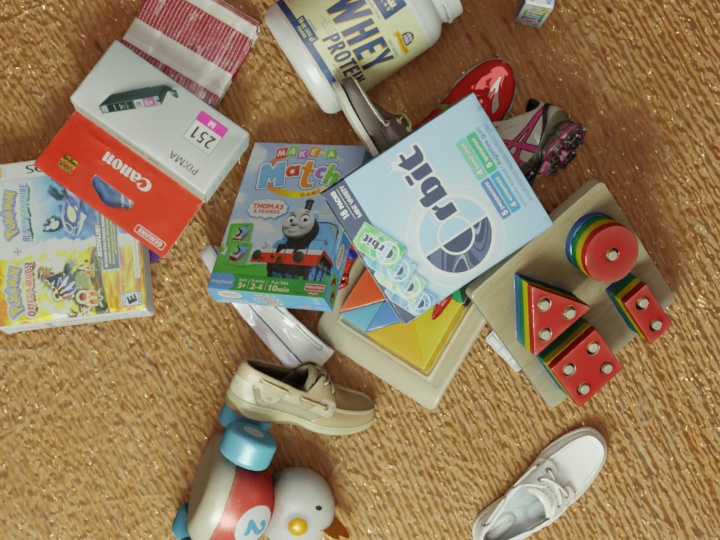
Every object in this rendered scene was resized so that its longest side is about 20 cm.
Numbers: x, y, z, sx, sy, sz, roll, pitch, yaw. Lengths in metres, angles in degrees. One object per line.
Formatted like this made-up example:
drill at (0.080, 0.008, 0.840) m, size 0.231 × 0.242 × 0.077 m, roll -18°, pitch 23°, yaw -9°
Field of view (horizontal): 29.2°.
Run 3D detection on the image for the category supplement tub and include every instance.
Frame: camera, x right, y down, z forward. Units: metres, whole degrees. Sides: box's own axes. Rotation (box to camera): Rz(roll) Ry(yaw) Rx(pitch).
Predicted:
supplement tub at (0.004, -0.293, 1.602) m, size 0.199 × 0.145 × 0.146 m, roll -35°, pitch 90°, yaw 2°

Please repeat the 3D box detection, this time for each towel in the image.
towel at (-0.226, -0.244, 1.670) m, size 0.143 × 0.023 × 0.202 m, roll 30°, pitch 89°, yaw 3°

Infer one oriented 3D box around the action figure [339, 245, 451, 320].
action figure at (0.000, 0.000, 1.604) m, size 0.099 × 0.065 × 0.200 m, roll -46°, pitch 65°, yaw -6°

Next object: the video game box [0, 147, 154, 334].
video game box at (-0.345, -0.037, 1.645) m, size 0.180 × 0.047 × 0.203 m, roll -8°, pitch 79°, yaw 4°

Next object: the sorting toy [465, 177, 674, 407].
sorting toy at (0.256, 0.037, 1.586) m, size 0.200 × 0.070 × 0.199 m, roll -40°, pitch 119°, yaw -3°

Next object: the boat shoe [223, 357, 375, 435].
boat shoe at (-0.059, 0.143, 1.603) m, size 0.198 × 0.071 × 0.065 m, roll 10°, pitch 114°, yaw -35°

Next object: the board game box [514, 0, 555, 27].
board game box at (0.219, -0.394, 1.601) m, size 0.034 × 0.134 × 0.203 m, roll 11°, pitch 90°, yaw 1°

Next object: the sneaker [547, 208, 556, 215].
sneaker at (0.190, -0.059, 1.636) m, size 0.199 × 0.075 × 0.116 m, roll -33°, pitch 87°, yaw 2°

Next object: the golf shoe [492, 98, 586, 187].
golf shoe at (0.171, -0.128, 1.613) m, size 0.092 × 0.073 × 0.199 m, roll 39°, pitch 57°, yaw 22°

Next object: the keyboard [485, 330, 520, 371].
keyboard at (0.238, 0.031, 1.666) m, size 0.056 × 0.011 × 0.200 m, roll 44°, pitch 91°, yaw 1°

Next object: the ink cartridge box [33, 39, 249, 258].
ink cartridge box at (-0.258, -0.143, 1.621) m, size 0.199 × 0.044 × 0.174 m, roll 35°, pitch 77°, yaw 4°

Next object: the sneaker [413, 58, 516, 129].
sneaker at (0.111, -0.168, 1.630) m, size 0.077 × 0.085 × 0.200 m, roll 44°, pitch 92°, yaw -1°

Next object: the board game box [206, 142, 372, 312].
board game box at (-0.079, -0.054, 1.594) m, size 0.149 × 0.037 × 0.202 m, roll 4°, pitch 61°, yaw 23°

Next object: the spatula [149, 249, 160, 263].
spatula at (-0.322, 0.010, 1.673) m, size 0.199 × 0.021 × 0.057 m, roll -37°, pitch 81°, yaw 3°

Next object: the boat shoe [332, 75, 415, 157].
boat shoe at (0.040, -0.140, 1.562) m, size 0.059 × 0.072 × 0.201 m, roll -33°, pitch 106°, yaw 5°

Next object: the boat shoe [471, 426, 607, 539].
boat shoe at (0.217, 0.267, 1.639) m, size 0.200 × 0.069 × 0.071 m, roll -44°, pitch 88°, yaw 1°

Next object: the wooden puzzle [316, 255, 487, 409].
wooden puzzle at (0.061, 0.033, 1.625) m, size 0.184 × 0.037 × 0.202 m, roll 31°, pitch 93°, yaw 25°

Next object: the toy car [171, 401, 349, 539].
toy car at (-0.097, 0.275, 1.607) m, size 0.198 × 0.177 × 0.186 m, roll 22°, pitch 102°, yaw -11°

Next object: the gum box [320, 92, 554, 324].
gum box at (0.083, -0.068, 1.514) m, size 0.199 × 0.045 × 0.171 m, roll -34°, pitch 96°, yaw -2°

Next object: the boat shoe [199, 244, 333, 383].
boat shoe at (-0.111, 0.040, 1.651) m, size 0.065 × 0.074 × 0.201 m, roll -40°, pitch 100°, yaw -3°
